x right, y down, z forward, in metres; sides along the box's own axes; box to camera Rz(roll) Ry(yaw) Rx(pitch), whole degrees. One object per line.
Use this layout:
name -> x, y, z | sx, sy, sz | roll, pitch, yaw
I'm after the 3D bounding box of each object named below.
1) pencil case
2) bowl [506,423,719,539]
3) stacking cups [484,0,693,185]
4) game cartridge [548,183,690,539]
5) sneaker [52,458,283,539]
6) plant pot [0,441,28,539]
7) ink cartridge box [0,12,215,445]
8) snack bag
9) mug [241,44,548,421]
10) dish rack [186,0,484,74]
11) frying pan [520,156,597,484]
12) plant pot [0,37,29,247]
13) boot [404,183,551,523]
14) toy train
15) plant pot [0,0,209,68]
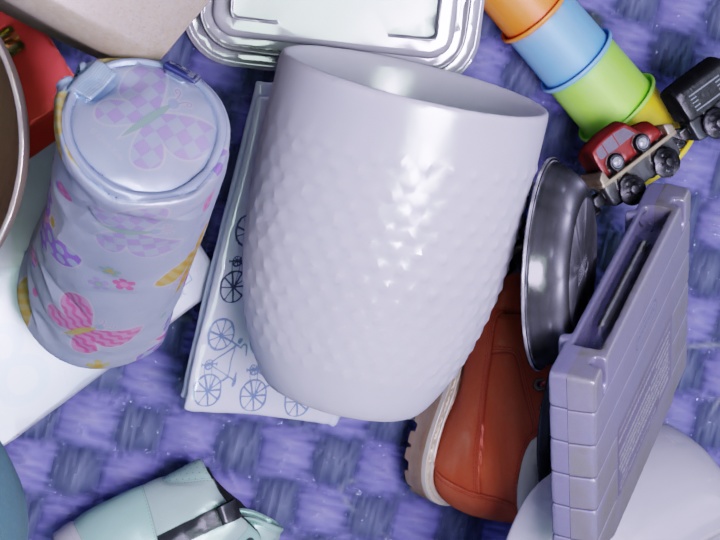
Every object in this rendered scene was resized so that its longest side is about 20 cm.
pencil case -> -0.125, -0.025, 1.122 | 0.090, 0.200, 0.083 | 26, 59, 1
bowl -> 0.149, 0.201, 1.310 | 0.199, 0.074, 0.201 | -16, 125, -53
stacking cups -> 0.119, -0.140, 1.307 | 0.060, 0.060, 0.200 | -43, 109, -7
game cartridge -> 0.142, 0.056, 1.218 | 0.038, 0.200, 0.130 | 12, 125, 17
sneaker -> -0.080, 0.207, 1.292 | 0.118, 0.074, 0.201 | -30, 107, -5
plant pot -> -0.255, 0.134, 1.173 | 0.134, 0.199, 0.201 | 17, 95, -50
ink cartridge box -> -0.194, -0.028, 1.223 | 0.160, 0.047, 0.201 | -36, 111, -10
snack bag -> 0.000, 0.000, 1.287 | 0.199, 0.021, 0.190 | 10, 98, -35
mug -> 0.020, -0.019, 1.208 | 0.147, 0.200, 0.177 | 19, 104, 22
dish rack -> -0.008, -0.207, 1.233 | 0.170, 0.044, 0.202 | 6, 98, -3
frying pan -> 0.104, 0.035, 1.198 | 0.031, 0.115, 0.192 | 3, 95, 17
plant pot -> -0.256, -0.067, 1.123 | 0.199, 0.134, 0.202 | 0, 94, 2
boot -> 0.102, 0.054, 1.305 | 0.075, 0.107, 0.201 | 5, 101, -45
toy train -> 0.151, -0.063, 1.279 | 0.200, 0.034, 0.046 | -37, 103, -14
plant pot -> -0.138, -0.209, 1.114 | 0.177, 0.200, 0.200 | 40, 86, -15
